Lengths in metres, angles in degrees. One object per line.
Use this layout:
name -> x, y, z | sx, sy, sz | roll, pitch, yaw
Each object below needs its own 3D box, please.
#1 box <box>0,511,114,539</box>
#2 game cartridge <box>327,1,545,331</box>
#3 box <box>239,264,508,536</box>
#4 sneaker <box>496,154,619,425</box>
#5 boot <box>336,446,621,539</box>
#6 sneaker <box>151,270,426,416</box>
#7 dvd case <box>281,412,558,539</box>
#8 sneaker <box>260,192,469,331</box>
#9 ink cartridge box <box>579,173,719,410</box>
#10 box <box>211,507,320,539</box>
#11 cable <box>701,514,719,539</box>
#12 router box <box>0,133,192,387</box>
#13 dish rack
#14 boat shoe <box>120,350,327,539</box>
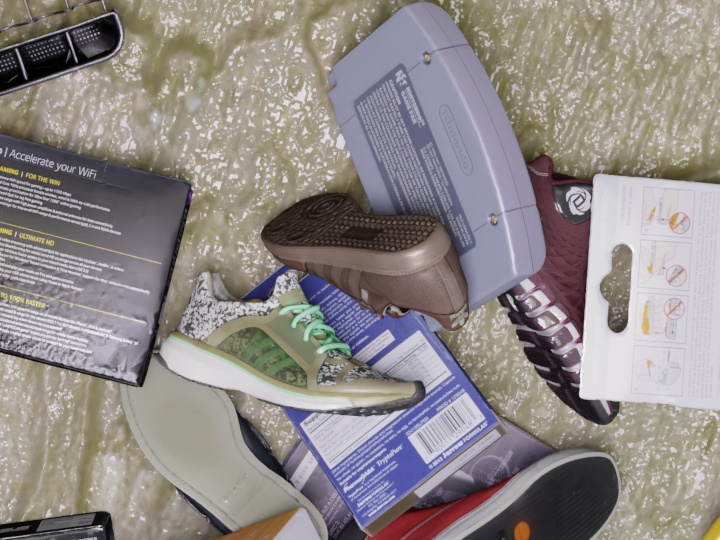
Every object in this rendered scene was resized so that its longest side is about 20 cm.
box -> -0.271, 0.269, 1.415 | 0.199, 0.044, 0.161 | -8, 98, 0
game cartridge -> 0.052, -0.072, 1.312 | 0.041, 0.133, 0.200 | -13, 77, -42
box -> 0.000, 0.072, 1.365 | 0.121, 0.032, 0.200 | -38, 63, 3
sneaker -> 0.159, 0.006, 1.377 | 0.115, 0.076, 0.200 | -38, 111, -14
boot -> 0.078, 0.175, 1.383 | 0.200, 0.144, 0.073 | -23, 104, -36
sneaker -> -0.047, 0.047, 1.321 | 0.200, 0.077, 0.089 | 13, 92, 22
dvd case -> 0.049, 0.159, 1.421 | 0.200, 0.016, 0.149 | 32, 97, -6
sneaker -> 0.000, 0.000, 1.317 | 0.070, 0.200, 0.076 | -35, 114, -22
ink cartridge box -> 0.252, 0.020, 1.371 | 0.199, 0.050, 0.163 | 4, 88, -5
box -> -0.119, 0.253, 1.300 | 0.200, 0.124, 0.098 | -24, 98, 24
cable -> 0.317, 0.148, 1.408 | 0.097, 0.050, 0.200 | 20, 97, -1
router box -> -0.231, -0.013, 1.358 | 0.200, 0.051, 0.150 | 15, 84, -4
dish rack -> -0.260, -0.223, 1.340 | 0.153, 0.055, 0.200 | -18, 98, 0
boat shoe -> -0.098, 0.142, 1.389 | 0.199, 0.066, 0.075 | 41, 74, 15
